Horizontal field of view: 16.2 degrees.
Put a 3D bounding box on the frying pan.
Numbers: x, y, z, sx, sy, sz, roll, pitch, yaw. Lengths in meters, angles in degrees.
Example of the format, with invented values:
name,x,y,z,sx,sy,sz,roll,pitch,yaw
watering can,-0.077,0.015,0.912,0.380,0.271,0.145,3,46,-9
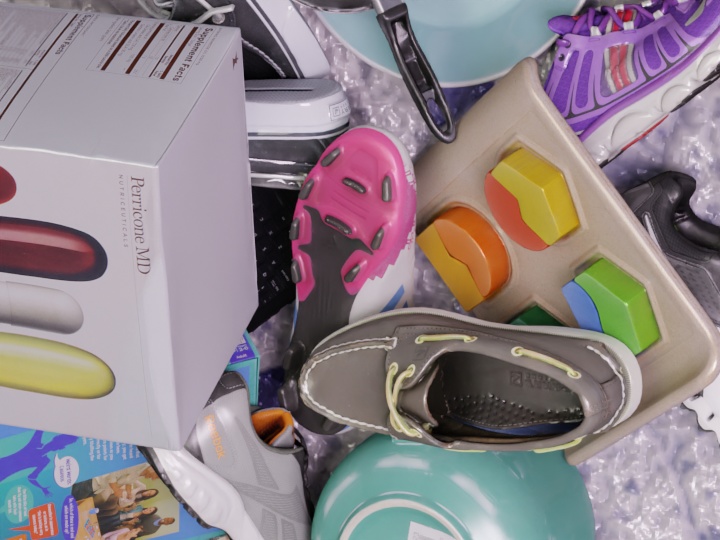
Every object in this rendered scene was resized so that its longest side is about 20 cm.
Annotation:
name,x,y,z,sx,sy,sz,roll,pitch,yaw
frying pan,-0.008,-0.164,1.406,0.115,0.031,0.191,-3,81,-9

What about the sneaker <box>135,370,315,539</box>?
name,x,y,z,sx,sy,sz,roll,pitch,yaw
sneaker,-0.054,0.129,1.483,0.079,0.200,0.074,-40,49,-1

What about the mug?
name,x,y,z,sx,sy,sz,roll,pitch,yaw
mug,0.039,0.146,1.469,0.152,0.114,0.185,-36,85,26

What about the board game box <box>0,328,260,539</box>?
name,x,y,z,sx,sy,sz,roll,pitch,yaw
board game box,-0.160,0.113,1.492,0.045,0.200,0.152,-120,25,-43

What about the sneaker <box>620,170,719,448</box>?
name,x,y,z,sx,sy,sz,roll,pitch,yaw
sneaker,0.204,0.027,1.396,0.090,0.066,0.200,-43,79,28

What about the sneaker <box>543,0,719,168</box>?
name,x,y,z,sx,sy,sz,roll,pitch,yaw
sneaker,0.148,-0.120,1.380,0.200,0.081,0.083,-38,89,27

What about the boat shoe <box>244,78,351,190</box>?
name,x,y,z,sx,sy,sz,roll,pitch,yaw
boat shoe,-0.103,-0.071,1.469,0.200,0.072,0.071,2,108,16

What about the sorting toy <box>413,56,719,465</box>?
name,x,y,z,sx,sy,sz,roll,pitch,yaw
sorting toy,0.101,0.002,1.404,0.200,0.036,0.185,58,151,6

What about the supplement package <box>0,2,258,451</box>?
name,x,y,z,sx,sy,sz,roll,pitch,yaw
supplement package,-0.175,-0.028,1.392,0.200,0.147,0.192,7,126,14

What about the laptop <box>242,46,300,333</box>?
name,x,y,z,sx,sy,sz,roll,pitch,yaw
laptop,-0.121,-0.036,1.511,0.200,0.103,0.177,-37,85,31

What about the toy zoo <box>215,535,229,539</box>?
name,x,y,z,sx,sy,sz,roll,pitch,yaw
toy zoo,-0.131,0.259,1.593,0.200,0.020,0.131,-26,72,36

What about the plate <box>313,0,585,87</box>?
name,x,y,z,sx,sy,sz,roll,pitch,yaw
plate,0.050,-0.205,1.443,0.200,0.026,0.201,6,103,24

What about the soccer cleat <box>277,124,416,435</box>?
name,x,y,z,sx,sy,sz,roll,pitch,yaw
soccer cleat,0.000,0.000,1.468,0.070,0.086,0.200,26,120,24

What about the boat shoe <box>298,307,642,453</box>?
name,x,y,z,sx,sy,sz,roll,pitch,yaw
boat shoe,0.049,0.062,1.376,0.201,0.060,0.072,1,104,28

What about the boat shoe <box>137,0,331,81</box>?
name,x,y,z,sx,sy,sz,roll,pitch,yaw
boat shoe,-0.092,-0.164,1.438,0.068,0.199,0.074,-41,42,2
